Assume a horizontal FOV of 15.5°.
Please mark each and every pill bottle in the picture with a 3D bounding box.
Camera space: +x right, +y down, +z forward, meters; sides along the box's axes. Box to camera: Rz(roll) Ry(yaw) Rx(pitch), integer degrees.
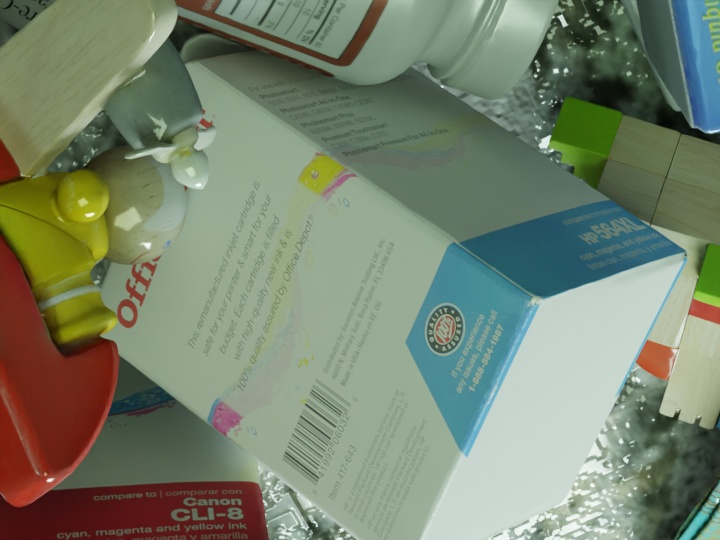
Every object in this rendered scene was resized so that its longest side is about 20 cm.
[{"bbox_3d":[-0.024,-0.138,1.011,0.199,0.112,0.113,19,116,-15],"label":"pill bottle"}]

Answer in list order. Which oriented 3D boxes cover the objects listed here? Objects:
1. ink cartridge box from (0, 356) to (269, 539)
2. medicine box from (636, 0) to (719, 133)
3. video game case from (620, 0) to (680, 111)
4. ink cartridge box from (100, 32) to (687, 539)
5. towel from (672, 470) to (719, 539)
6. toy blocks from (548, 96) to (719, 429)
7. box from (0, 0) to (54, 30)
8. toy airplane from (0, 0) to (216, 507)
[{"bbox_3d":[-0.113,0.119,1.096,0.144,0.200,0.146,-4,120,-6],"label":"ink cartridge box"},{"bbox_3d":[0.193,-0.172,0.975,0.199,0.103,0.183,-14,116,0],"label":"medicine box"},{"bbox_3d":[0.165,-0.186,1.034,0.181,0.022,0.201,-26,116,5],"label":"video game case"},{"bbox_3d":[0.000,0.000,1.045,0.200,0.125,0.129,37,117,24],"label":"ink cartridge box"},{"bbox_3d":[0.214,0.127,1.164,0.146,0.022,0.200,16,148,-4],"label":"towel"},{"bbox_3d":[0.165,0.017,1.112,0.199,0.100,0.137,18,145,7],"label":"toy blocks"},{"bbox_3d":[-0.178,-0.151,1.031,0.199,0.039,0.041,33,113,-21],"label":"box"},{"bbox_3d":[-0.131,-0.036,0.976,0.140,0.200,0.200,1,109,-34],"label":"toy airplane"}]
